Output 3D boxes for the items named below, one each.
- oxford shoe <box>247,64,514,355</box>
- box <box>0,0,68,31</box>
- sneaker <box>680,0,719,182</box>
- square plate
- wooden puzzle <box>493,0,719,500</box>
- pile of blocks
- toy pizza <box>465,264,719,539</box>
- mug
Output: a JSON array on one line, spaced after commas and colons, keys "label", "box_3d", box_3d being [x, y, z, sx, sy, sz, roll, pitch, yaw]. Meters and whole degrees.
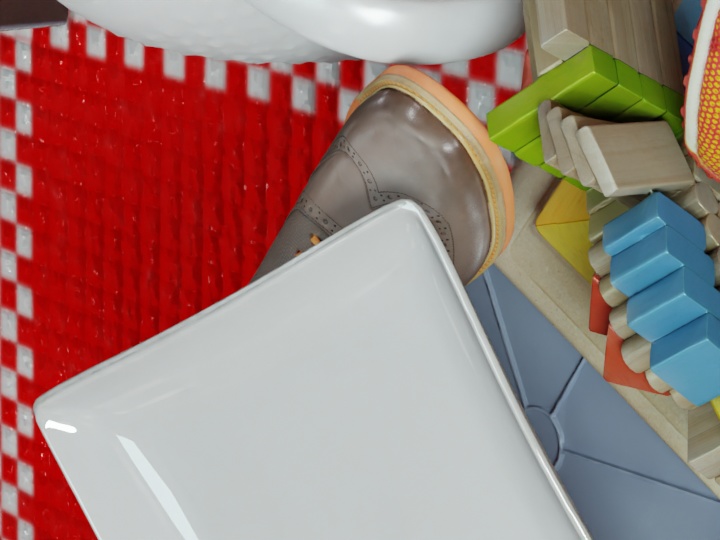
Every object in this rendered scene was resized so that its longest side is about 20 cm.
[{"label": "oxford shoe", "box_3d": [0.000, 0.000, 0.865, 0.071, 0.073, 0.200, 40, 152, 11]}, {"label": "box", "box_3d": [-0.234, -0.225, 1.125, 0.166, 0.164, 0.200, 31, 121, 42]}, {"label": "sneaker", "box_3d": [0.160, -0.105, 0.716, 0.077, 0.073, 0.200, 38, 113, 18]}, {"label": "square plate", "box_3d": [-0.001, 0.097, 0.850, 0.198, 0.028, 0.200, -28, 91, 36]}, {"label": "wooden puzzle", "box_3d": [0.134, -0.024, 0.797, 0.200, 0.037, 0.185, 50, 121, 33]}, {"label": "pile of blocks", "box_3d": [0.083, -0.007, 0.768, 0.062, 0.082, 0.200, -33, 71, 36]}, {"label": "toy pizza", "box_3d": [0.076, 0.062, 0.915, 0.200, 0.032, 0.201, 9, 102, 48]}, {"label": "mug", "box_3d": [-0.019, -0.133, 0.874, 0.200, 0.175, 0.148, 44, 129, 36]}]
